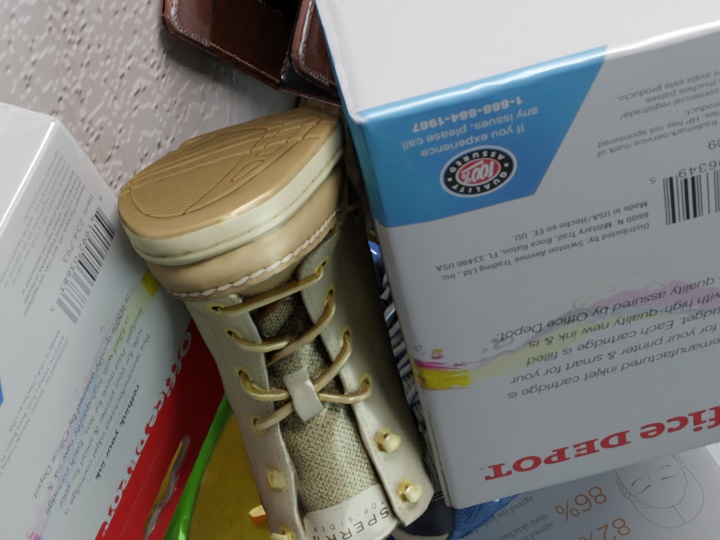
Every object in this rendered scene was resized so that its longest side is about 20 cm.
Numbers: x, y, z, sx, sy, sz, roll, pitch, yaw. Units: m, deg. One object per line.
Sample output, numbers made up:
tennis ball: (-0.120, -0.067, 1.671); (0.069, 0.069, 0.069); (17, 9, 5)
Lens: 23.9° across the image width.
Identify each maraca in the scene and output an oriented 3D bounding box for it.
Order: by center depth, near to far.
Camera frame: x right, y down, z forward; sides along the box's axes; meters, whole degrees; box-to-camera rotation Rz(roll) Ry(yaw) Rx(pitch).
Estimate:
maraca: (-0.049, 0.101, 0.750); (0.137, 0.107, 0.201); (38, 59, -67)

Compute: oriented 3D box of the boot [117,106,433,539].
boot: (-0.022, 0.029, 0.575); (0.200, 0.073, 0.156); (-101, 176, -81)

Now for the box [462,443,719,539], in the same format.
box: (0.142, 0.127, 0.881); (0.200, 0.152, 0.106); (53, 26, -11)

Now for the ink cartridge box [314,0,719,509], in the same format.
ink cartridge box: (0.072, -0.043, 0.603); (0.200, 0.146, 0.146); (75, 0, -46)

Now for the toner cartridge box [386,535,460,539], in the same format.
toner cartridge box: (0.003, 0.152, 0.804); (0.043, 0.095, 0.200); (26, 40, -37)

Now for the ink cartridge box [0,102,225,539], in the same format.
ink cartridge box: (-0.115, 0.038, 0.565); (0.200, 0.067, 0.116); (66, 44, -62)

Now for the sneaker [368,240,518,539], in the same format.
sneaker: (0.014, 0.046, 0.727); (0.077, 0.085, 0.200); (-39, -156, 5)

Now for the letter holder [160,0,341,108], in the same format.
letter holder: (0.011, -0.170, 0.693); (0.142, 0.100, 0.200); (16, 91, -69)

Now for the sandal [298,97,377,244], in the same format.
sandal: (-0.002, 0.002, 0.842); (0.078, 0.069, 0.212); (-35, 139, -61)
